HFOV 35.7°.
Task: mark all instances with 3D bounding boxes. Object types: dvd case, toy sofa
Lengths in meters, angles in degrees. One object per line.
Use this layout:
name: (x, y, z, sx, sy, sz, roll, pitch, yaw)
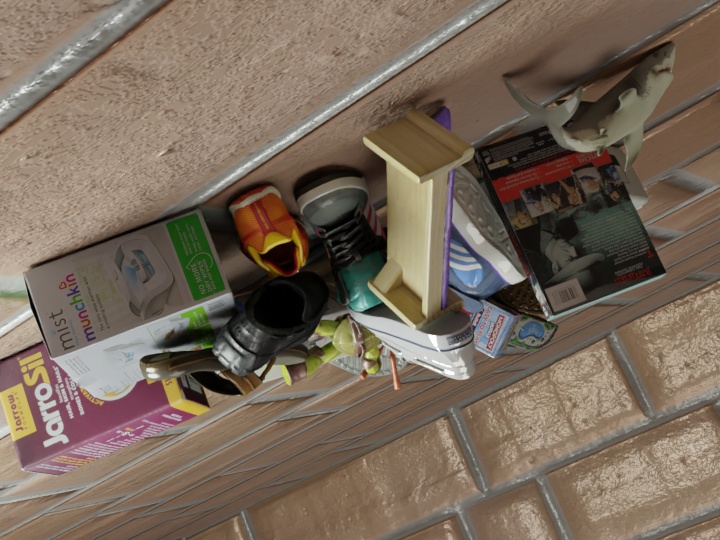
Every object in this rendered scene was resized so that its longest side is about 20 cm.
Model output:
dvd case: (0.226, -0.061, 1.212, 0.146, 0.200, 0.022, -20, 165, -14)
toy sofa: (0.066, -0.051, 1.063, 0.098, 0.083, 0.200, -27, 138, -25)

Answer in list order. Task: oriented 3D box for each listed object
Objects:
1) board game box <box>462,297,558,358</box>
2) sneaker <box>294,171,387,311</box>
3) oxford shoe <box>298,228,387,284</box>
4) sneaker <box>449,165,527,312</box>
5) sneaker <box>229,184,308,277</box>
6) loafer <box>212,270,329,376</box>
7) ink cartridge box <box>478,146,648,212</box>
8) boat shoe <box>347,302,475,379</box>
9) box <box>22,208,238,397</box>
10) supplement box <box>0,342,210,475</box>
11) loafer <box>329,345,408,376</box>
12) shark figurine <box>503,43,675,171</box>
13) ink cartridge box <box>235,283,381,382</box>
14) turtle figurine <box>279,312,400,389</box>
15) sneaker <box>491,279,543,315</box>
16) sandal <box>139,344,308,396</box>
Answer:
board game box: (0.150, 0.058, 1.435, 0.200, 0.200, 0.062, 19, 98, -41)
sneaker: (-0.007, -0.022, 1.155, 0.084, 0.121, 0.200, -25, 165, 7)
oxford shoe: (0.000, 0.000, 1.323, 0.200, 0.085, 0.073, -7, 161, -42)
sneaker: (0.084, -0.029, 1.259, 0.146, 0.081, 0.200, -20, 135, 28)
sneaker: (-0.087, -0.021, 1.129, 0.073, 0.077, 0.200, -25, 167, 3)
loafer: (-0.075, 0.041, 1.108, 0.070, 0.068, 0.201, -50, 175, 28)
ink cartridge box: (0.243, -0.090, 1.363, 0.147, 0.083, 0.200, -31, 162, 28)
boat shoe: (0.050, 0.066, 1.167, 0.074, 0.065, 0.200, -23, -158, -20)
box: (-0.215, 0.041, 1.111, 0.176, 0.097, 0.200, -21, 166, -7)
supplement box: (-0.291, 0.131, 1.260, 0.200, 0.131, 0.103, -25, 164, 4)
loafer: (-0.028, 0.084, 1.476, 0.200, 0.075, 0.070, 11, -149, 10)
shark figurine: (0.221, -0.158, 1.120, 0.214, 0.089, 0.128, -22, 134, -37)
ink cartridge box: (-0.075, 0.065, 1.364, 0.200, 0.068, 0.115, -15, -153, -27)
turtle figurine: (-0.015, 0.081, 1.285, 0.161, 0.064, 0.200, -18, 124, -14)
sneaker: (0.152, -0.009, 1.403, 0.200, 0.067, 0.090, 24, -178, -20)
sandal: (-0.134, 0.102, 1.120, 0.082, 0.055, 0.200, -9, 177, 36)
